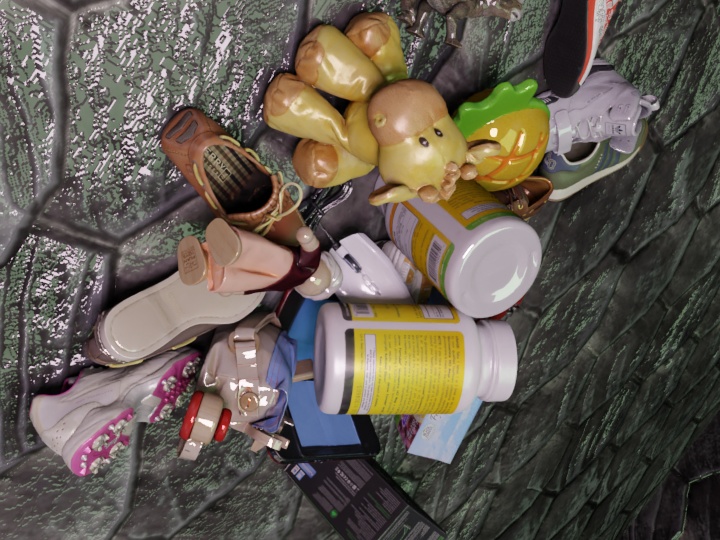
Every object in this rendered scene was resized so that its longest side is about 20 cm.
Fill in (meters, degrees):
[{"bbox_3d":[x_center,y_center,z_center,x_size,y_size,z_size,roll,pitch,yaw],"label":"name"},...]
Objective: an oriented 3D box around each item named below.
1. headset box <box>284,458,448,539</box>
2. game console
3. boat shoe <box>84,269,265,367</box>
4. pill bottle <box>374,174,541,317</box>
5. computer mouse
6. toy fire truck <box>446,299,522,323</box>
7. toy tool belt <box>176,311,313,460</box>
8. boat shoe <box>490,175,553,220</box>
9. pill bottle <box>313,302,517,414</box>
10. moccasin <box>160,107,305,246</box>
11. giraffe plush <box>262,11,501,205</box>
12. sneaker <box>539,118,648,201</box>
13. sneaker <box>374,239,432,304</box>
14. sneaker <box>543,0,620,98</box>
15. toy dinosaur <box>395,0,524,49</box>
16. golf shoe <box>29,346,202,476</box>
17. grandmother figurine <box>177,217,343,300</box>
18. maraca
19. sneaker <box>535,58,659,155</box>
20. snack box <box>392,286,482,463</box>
[{"bbox_3d":[0.014,0.327,1.212,0.093,0.174,0.200,-46,146,-5],"label":"headset box"},{"bbox_3d":[-0.029,0.127,1.042,0.118,0.174,0.199,-36,152,29],"label":"game console"},{"bbox_3d":[-0.176,0.038,0.844,0.059,0.072,0.199,-26,-178,44],"label":"boat shoe"},{"bbox_3d":[0.094,-0.047,0.929,0.110,0.200,0.112,-15,126,-21],"label":"pill bottle"},{"bbox_3d":[0.000,0.000,0.937,0.110,0.044,0.200,-43,110,-7],"label":"computer mouse"},{"bbox_3d":[0.134,-0.002,1.041,0.200,0.140,0.049,-21,140,-62],"label":"toy fire truck"},{"bbox_3d":[-0.102,0.120,0.869,0.122,0.200,0.126,20,110,-7],"label":"toy tool belt"},{"bbox_3d":[0.171,-0.090,1.079,0.199,0.073,0.067,-14,167,-48],"label":"boat shoe"},{"bbox_3d":[0.055,0.092,0.897,0.197,0.113,0.113,2,126,-10],"label":"pill bottle"},{"bbox_3d":[-0.103,-0.073,0.808,0.074,0.078,0.202,-44,144,-9],"label":"moccasin"},{"bbox_3d":[0.029,-0.124,0.790,0.173,0.162,0.200,-49,123,2],"label":"giraffe plush"},{"bbox_3d":[0.324,-0.178,1.187,0.199,0.067,0.090,-34,147,-17],"label":"sneaker"},{"bbox_3d":[0.026,0.061,1.037,0.075,0.087,0.202,12,96,-49],"label":"sneaker"},{"bbox_3d":[0.283,-0.308,1.028,0.107,0.067,0.203,-25,135,-27],"label":"sneaker"},{"bbox_3d":[0.078,-0.283,0.840,0.199,0.077,0.103,21,94,-48],"label":"toy dinosaur"},{"bbox_3d":[-0.232,0.114,0.846,0.200,0.091,0.076,-36,152,-58],"label":"golf shoe"},{"bbox_3d":[-0.085,-0.001,0.822,0.120,0.061,0.199,-18,164,30],"label":"grandmother figurine"},{"bbox_3d":[0.149,-0.154,0.970,0.136,0.108,0.200,-30,161,6],"label":"maraca"},{"bbox_3d":[0.280,-0.184,1.094,0.199,0.115,0.075,-39,143,-15],"label":"sneaker"},{"bbox_3d":[0.093,0.109,1.078,0.067,0.200,0.170,19,108,-17],"label":"snack box"}]
